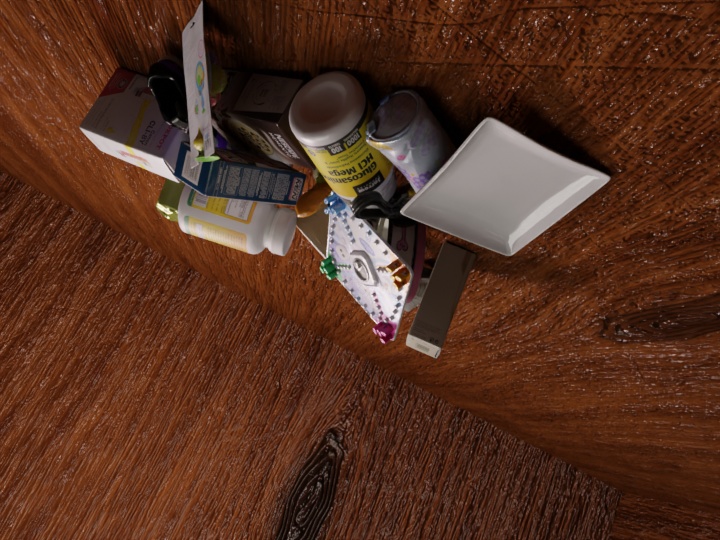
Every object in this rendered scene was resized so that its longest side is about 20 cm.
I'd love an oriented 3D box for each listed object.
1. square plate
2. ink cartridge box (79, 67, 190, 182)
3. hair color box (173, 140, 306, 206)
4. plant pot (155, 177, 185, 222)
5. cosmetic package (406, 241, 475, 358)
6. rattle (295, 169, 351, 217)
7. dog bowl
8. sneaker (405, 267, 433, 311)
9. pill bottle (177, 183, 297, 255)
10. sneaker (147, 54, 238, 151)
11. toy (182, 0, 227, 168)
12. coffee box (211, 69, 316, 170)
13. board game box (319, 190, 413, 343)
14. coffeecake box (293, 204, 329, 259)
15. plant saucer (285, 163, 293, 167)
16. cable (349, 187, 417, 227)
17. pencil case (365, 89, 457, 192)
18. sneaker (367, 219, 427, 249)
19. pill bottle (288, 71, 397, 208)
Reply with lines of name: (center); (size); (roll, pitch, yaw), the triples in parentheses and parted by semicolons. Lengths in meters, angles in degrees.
square plate: (0.182, -0.104, 0.746); (0.196, 0.029, 0.198); (18, 144, -21)
ink cartridge box: (-0.396, -0.275, 1.073); (0.196, 0.148, 0.084); (21, 163, 15)
hair color box: (-0.195, -0.159, 0.950); (0.099, 0.062, 0.198); (31, -161, 35)
plant pot: (-0.322, -0.178, 1.185); (0.196, 0.188, 0.201); (23, 165, 7)
cosmetic package: (0.158, 0.060, 1.132); (0.070, 0.204, 0.105); (21, 165, 9)
rattle: (-0.033, -0.108, 1.042); (0.126, 0.146, 0.201); (4, 154, 9)
dog bowl: (0.066, -0.030, 1.041); (0.072, 0.206, 0.200); (8, 165, -6)
sneaker: (0.117, 0.042, 1.246); (0.196, 0.082, 0.070); (-5, -155, -35)
pill bottle: (-0.220, -0.097, 1.041); (0.195, 0.116, 0.113); (17, 164, 2)
sneaker: (-0.282, -0.251, 0.947); (0.069, 0.100, 0.201); (-30, 114, 18)
toy: (-0.220, -0.259, 0.823); (0.046, 0.206, 0.114); (-1, 178, -32)
coffee box: (-0.148, -0.237, 0.891); (0.197, 0.081, 0.113); (20, 164, 36)
board game box: (0.000, 0.000, 0.951); (0.200, 0.026, 0.202); (47, 151, 25)
coffeecake box: (-0.061, -0.064, 1.171); (0.154, 0.073, 0.200); (47, 178, 4)
plant saucer: (-0.222, -0.207, 1.077); (0.194, 0.051, 0.204); (1, 131, 1)
cable: (0.047, -0.102, 0.879); (0.196, 0.051, 0.097); (-6, 157, -40)
pencil case: (0.090, -0.150, 0.785); (0.199, 0.090, 0.084); (39, -160, -43)
sneaker: (0.038, -0.058, 1.187); (0.196, 0.081, 0.079); (27, 166, 3)
pill bottle: (-0.014, -0.176, 0.831); (0.110, 0.115, 0.200); (16, 162, 30)
